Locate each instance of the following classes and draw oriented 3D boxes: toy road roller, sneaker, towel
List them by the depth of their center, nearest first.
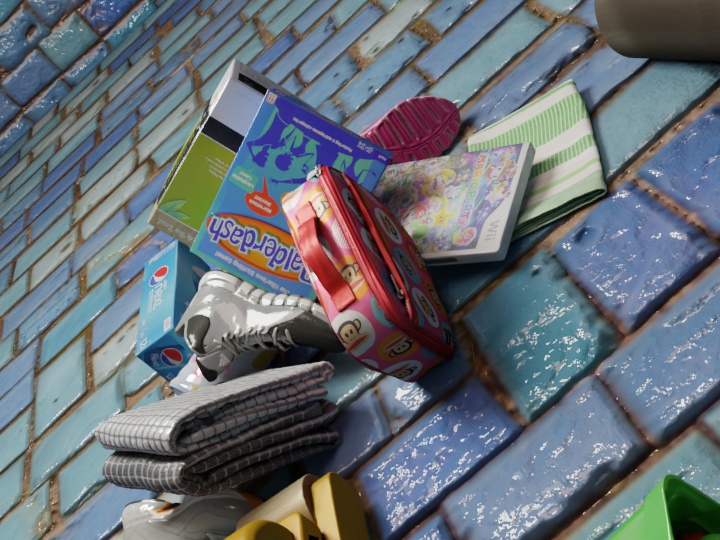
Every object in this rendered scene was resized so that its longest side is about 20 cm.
[{"bbox_3d":[-0.073,0.241,0.752,0.123,0.146,0.200,-35,32,14],"label":"toy road roller"},{"bbox_3d":[-0.135,0.158,0.917,0.199,0.086,0.165,-15,1,-39],"label":"towel"},{"bbox_3d":[-0.164,0.270,0.918,0.199,0.076,0.093,-24,49,37],"label":"sneaker"},{"bbox_3d":[-0.112,0.079,0.990,0.199,0.075,0.116,16,57,30],"label":"sneaker"},{"bbox_3d":[0.180,-0.115,1.003,0.152,0.023,0.201,-27,34,26],"label":"towel"},{"bbox_3d":[0.031,-0.158,1.176,0.199,0.082,0.088,-27,12,5],"label":"sneaker"}]

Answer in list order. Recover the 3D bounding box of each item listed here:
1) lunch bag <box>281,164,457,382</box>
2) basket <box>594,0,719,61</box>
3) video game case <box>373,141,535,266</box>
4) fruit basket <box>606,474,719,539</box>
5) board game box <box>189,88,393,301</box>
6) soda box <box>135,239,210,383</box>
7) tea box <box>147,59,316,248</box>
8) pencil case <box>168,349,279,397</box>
[{"bbox_3d":[0.000,0.000,0.885,0.082,0.176,0.201,-35,57,16],"label":"lunch bag"},{"bbox_3d":[0.336,-0.270,0.903,0.181,0.136,0.200,-50,27,-17],"label":"basket"},{"bbox_3d":[0.082,-0.066,1.002,0.199,0.018,0.144,-5,52,38],"label":"video game case"},{"bbox_3d":[0.205,0.199,0.458,0.216,0.155,0.216,-46,24,28],"label":"fruit basket"},{"bbox_3d":[-0.076,-0.074,1.026,0.201,0.151,0.045,-62,1,13],"label":"board game box"},{"bbox_3d":[-0.235,0.048,1.190,0.064,0.068,0.200,-35,32,15],"label":"soda box"},{"bbox_3d":[-0.150,-0.132,1.144,0.197,0.133,0.200,-56,15,13],"label":"tea box"},{"bbox_3d":[-0.139,0.079,1.089,0.090,0.083,0.201,15,64,36],"label":"pencil case"}]
